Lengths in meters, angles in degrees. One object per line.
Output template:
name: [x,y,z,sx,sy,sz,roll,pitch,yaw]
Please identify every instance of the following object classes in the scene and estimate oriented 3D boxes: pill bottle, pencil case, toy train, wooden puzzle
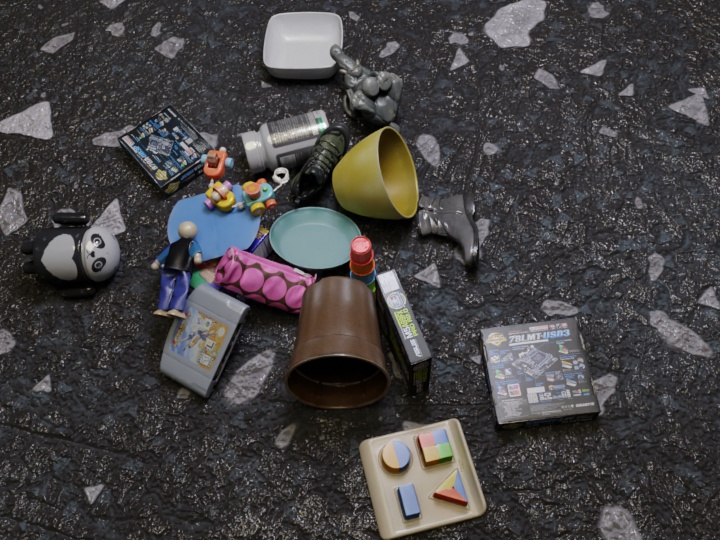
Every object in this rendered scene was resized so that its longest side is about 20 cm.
pill bottle: [-0.168,-0.294,1.758,0.198,0.113,0.114,-15,60,-6]
pencil case: [-0.192,0.017,1.550,0.199,0.094,0.091,19,40,-20]
toy train: [-0.258,-0.195,1.594,0.198,0.056,0.151,12,68,12]
wooden puzzle: [0.111,0.375,1.391,0.198,0.046,0.186,-14,60,-4]

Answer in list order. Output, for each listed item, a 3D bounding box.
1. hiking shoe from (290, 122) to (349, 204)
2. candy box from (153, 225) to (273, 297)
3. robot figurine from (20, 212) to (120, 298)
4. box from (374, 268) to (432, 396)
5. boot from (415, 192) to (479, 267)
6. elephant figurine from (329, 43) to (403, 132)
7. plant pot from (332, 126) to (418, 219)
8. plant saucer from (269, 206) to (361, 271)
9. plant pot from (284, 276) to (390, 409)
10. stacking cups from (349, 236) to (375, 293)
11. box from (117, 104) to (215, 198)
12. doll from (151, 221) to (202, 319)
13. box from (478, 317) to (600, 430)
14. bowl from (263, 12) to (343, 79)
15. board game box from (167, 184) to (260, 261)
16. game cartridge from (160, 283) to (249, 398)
hiking shoe: [-0.083,-0.232,1.682,0.075,0.101,0.201,29,105,-17]
candy box: [-0.312,-0.034,1.637,0.168,0.077,0.200,29,64,19]
robot figurine: [-0.618,-0.033,1.627,0.198,0.151,0.125,-2,47,3]
box: [0.081,0.122,1.474,0.044,0.161,0.201,-17,61,-8]
boot: [0.188,-0.083,1.647,0.130,0.070,0.201,-5,49,4]
elephant figurine: [0.009,-0.437,1.827,0.141,0.156,0.200,4,23,-35]
plant pot: [0.023,-0.196,1.664,0.141,0.200,0.201,-13,56,27]
plant saucer: [-0.097,-0.061,1.638,0.198,0.036,0.201,3,43,-3]
plant pot: [-0.043,0.132,1.466,0.198,0.201,0.199,-2,53,2]
stacking cups: [0.000,0.000,1.526,0.060,0.200,0.061,-2,61,4]
box: [-0.458,-0.288,1.811,0.159,0.046,0.200,-38,65,-17]
doll: [-0.369,-0.005,1.528,0.136,0.048,0.202,-1,72,34]
box: [0.343,0.199,1.477,0.198,0.050,0.200,-7,59,0]
bowl: [-0.141,-0.562,1.934,0.198,0.075,0.201,0,60,5]
board game box: [-0.305,-0.090,1.606,0.198,0.039,0.159,-16,65,0]
game cartridge: [-0.317,0.136,1.519,0.132,0.042,0.201,24,90,13]
